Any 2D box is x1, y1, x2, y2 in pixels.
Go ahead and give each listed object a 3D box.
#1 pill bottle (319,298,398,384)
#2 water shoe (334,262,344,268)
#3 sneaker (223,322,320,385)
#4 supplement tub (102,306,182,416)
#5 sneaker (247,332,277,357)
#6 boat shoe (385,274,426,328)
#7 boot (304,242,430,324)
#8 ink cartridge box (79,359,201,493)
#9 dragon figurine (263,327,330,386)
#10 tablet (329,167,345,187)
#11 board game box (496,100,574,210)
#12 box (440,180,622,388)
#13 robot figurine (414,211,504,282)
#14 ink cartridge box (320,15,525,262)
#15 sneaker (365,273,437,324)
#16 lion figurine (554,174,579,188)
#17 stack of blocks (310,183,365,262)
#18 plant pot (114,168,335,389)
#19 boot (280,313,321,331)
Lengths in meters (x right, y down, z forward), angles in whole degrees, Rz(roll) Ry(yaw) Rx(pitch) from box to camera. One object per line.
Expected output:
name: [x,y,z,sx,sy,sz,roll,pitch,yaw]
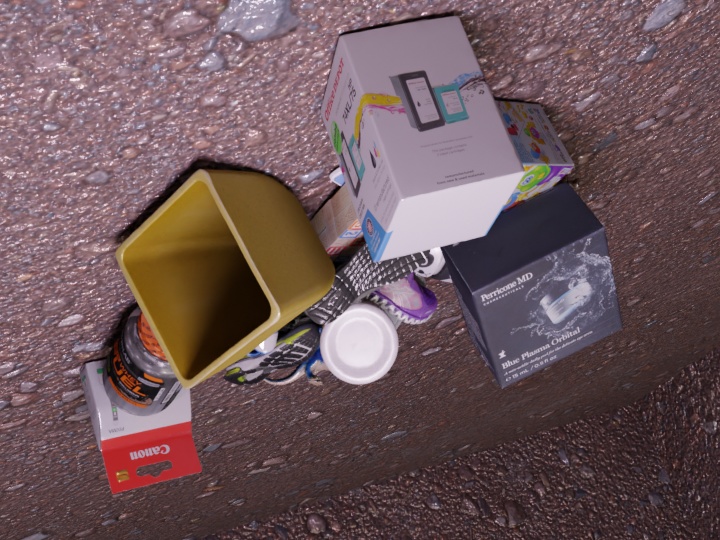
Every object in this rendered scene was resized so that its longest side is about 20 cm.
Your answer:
pill bottle: [-0.005,0.100,1.550,0.112,0.116,0.200,-21,-178,-1]
water shoe: [0.000,-0.015,1.554,0.196,0.080,0.072,-17,159,-14]
sneaker: [-0.144,0.113,1.631,0.198,0.083,0.073,-24,152,33]
supplement tub: [-0.301,0.123,1.526,0.121,0.124,0.200,-8,155,-32]
sneaker: [-0.183,0.093,1.582,0.073,0.084,0.199,-4,174,-29]
boat shoe: [0.034,0.083,1.767,0.199,0.076,0.060,-40,179,-12]
boot: [0.000,0.000,1.435,0.198,0.068,0.131,-33,-174,-2]
ink cartridge box: [-0.340,0.232,1.640,0.158,0.203,0.050,-8,156,-34]
dragon figurine: [-0.062,0.131,1.693,0.196,0.101,0.059,-12,160,12]
tablet: [0.051,-0.132,1.414,0.129,0.014,0.199,-29,158,18]
board game box: [0.164,-0.147,1.341,0.198,0.106,0.103,-4,150,-44]
box: [0.234,0.022,1.407,0.194,0.118,0.202,-26,131,-2]
robot figurine: [0.152,-0.040,1.492,0.196,0.125,0.153,9,118,-16]
ink cartridge box: [0.060,-0.143,1.128,0.143,0.203,0.147,-13,158,-17]
sneaker: [0.061,0.019,1.668,0.198,0.081,0.089,23,120,-38]
lion figurine: [0.262,-0.116,1.579,0.120,0.074,0.199,1,175,21]
stack of blocks: [0.019,-0.077,1.408,0.113,0.060,0.200,-4,159,-28]
plant pot: [-0.146,-0.004,1.298,0.193,0.198,0.199,-36,171,33]
boot: [-0.073,0.057,1.692,0.162,0.066,0.201,-17,154,-18]
